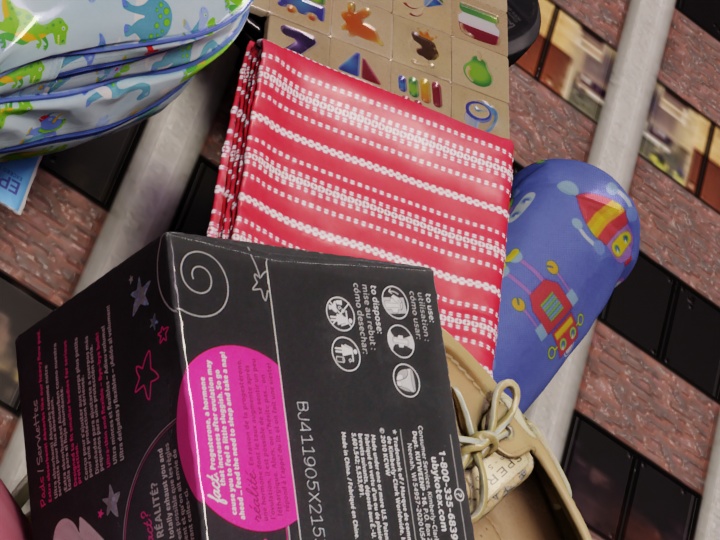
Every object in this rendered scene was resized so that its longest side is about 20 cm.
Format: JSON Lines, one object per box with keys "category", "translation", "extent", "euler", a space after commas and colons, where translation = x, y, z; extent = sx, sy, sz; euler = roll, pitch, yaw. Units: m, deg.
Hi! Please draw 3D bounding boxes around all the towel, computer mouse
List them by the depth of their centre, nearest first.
{"category": "towel", "translation": [0.000, 0.000, 1.033], "extent": [0.144, 0.022, 0.201], "euler": [21, 55, -19]}
{"category": "computer mouse", "translation": [0.012, -0.121, 1.216], "extent": [0.199, 0.053, 0.139], "euler": [-23, 67, -43]}

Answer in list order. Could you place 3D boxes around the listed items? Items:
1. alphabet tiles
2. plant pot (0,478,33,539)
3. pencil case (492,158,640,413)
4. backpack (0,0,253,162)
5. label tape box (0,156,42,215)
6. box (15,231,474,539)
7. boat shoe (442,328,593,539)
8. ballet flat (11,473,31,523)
{"category": "alphabet tiles", "translation": [-0.014, -0.150, 1.181], "extent": [0.199, 0.008, 0.168], "euler": [19, 46, -18]}
{"category": "plant pot", "translation": [-0.206, 0.115, 0.875], "extent": [0.179, 0.199, 0.201], "euler": [48, 45, -28]}
{"category": "pencil case", "translation": [0.060, 0.025, 1.123], "extent": [0.200, 0.086, 0.078], "euler": [-47, 119, -41]}
{"category": "backpack", "translation": [-0.139, -0.125, 1.008], "extent": [0.199, 0.153, 0.164], "euler": [1, 61, -50]}
{"category": "label tape box", "translation": [-0.202, -0.129, 1.085], "extent": [0.143, 0.066, 0.201], "euler": [27, 56, -23]}
{"category": "box", "translation": [-0.038, 0.104, 0.863], "extent": [0.131, 0.114, 0.202], "euler": [8, 65, -38]}
{"category": "boat shoe", "translation": [0.060, 0.101, 0.967], "extent": [0.073, 0.063, 0.201], "euler": [-42, 113, -19]}
{"category": "ballet flat", "translation": [-0.094, 0.087, 1.013], "extent": [0.200, 0.071, 0.071], "euler": [-37, 91, -16]}
